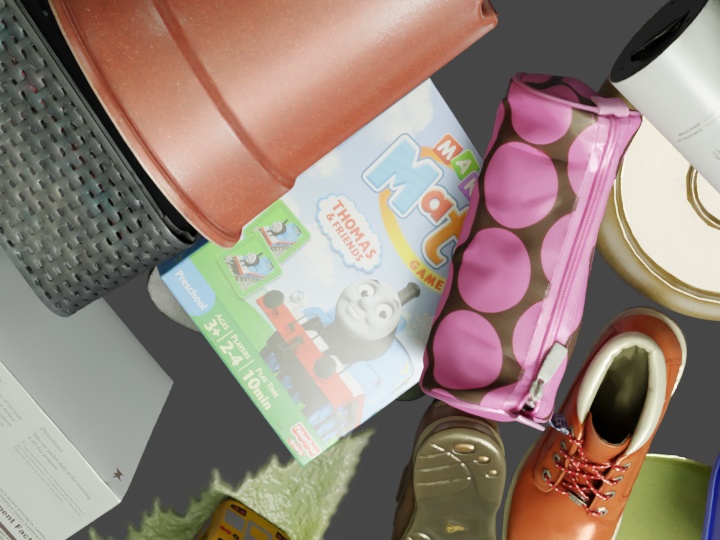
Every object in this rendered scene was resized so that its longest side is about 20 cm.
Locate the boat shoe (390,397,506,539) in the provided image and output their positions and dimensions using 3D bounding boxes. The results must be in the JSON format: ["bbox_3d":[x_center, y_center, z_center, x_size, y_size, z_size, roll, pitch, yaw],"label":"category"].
[{"bbox_3d":[0.058,0.154,1.086,0.071,0.068,0.202,8,130,-1],"label":"boat shoe"}]

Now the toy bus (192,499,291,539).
[{"bbox_3d":[-0.127,0.257,1.138,0.065,0.078,0.201,33,112,-9],"label":"toy bus"}]

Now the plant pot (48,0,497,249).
[{"bbox_3d":[-0.041,-0.148,0.911,0.194,0.201,0.202,-30,107,8],"label":"plant pot"}]

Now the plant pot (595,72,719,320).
[{"bbox_3d":[0.229,-0.057,1.003,0.197,0.028,0.203,2,113,5],"label":"plant pot"}]

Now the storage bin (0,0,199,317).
[{"bbox_3d":[-0.177,-0.093,0.966,0.093,0.135,0.201,-29,107,16],"label":"storage bin"}]

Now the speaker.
[{"bbox_3d":[0.233,-0.068,0.940,0.200,0.081,0.081,43,110,-12],"label":"speaker"}]

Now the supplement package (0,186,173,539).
[{"bbox_3d":[-0.230,0.056,1.023,0.110,0.156,0.201,-33,106,18],"label":"supplement package"}]

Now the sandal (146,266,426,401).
[{"bbox_3d":[-0.040,0.032,1.054,0.198,0.045,0.076,21,113,-3],"label":"sandal"}]

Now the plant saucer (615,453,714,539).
[{"bbox_3d":[0.187,0.205,1.112,0.197,0.031,0.202,1,112,4],"label":"plant saucer"}]

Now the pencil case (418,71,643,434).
[{"bbox_3d":[0.102,-0.012,0.963,0.090,0.094,0.203,13,95,-18],"label":"pencil case"}]

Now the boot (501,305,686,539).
[{"bbox_3d":[0.136,0.119,1.016,0.074,0.107,0.202,23,98,9],"label":"boot"}]

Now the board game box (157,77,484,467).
[{"bbox_3d":[0.000,0.000,1.015,0.199,0.037,0.152,-37,106,-1],"label":"board game box"}]

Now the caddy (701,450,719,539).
[{"bbox_3d":[0.279,0.179,1.019,0.140,0.105,0.202,19,73,-19],"label":"caddy"}]
